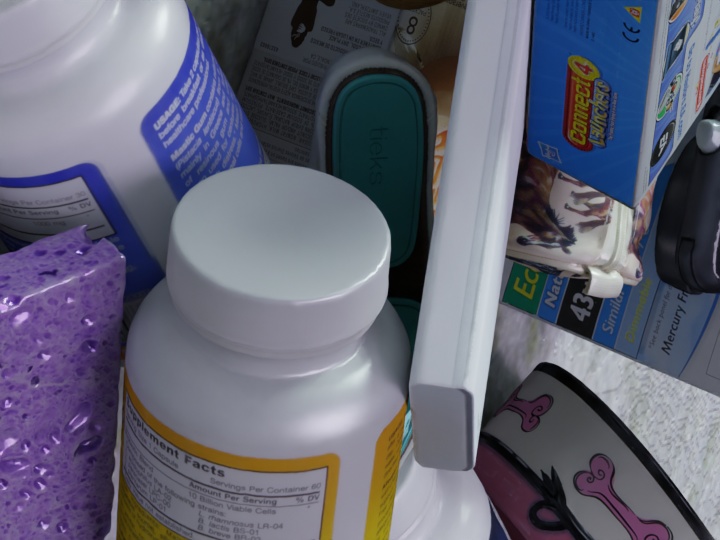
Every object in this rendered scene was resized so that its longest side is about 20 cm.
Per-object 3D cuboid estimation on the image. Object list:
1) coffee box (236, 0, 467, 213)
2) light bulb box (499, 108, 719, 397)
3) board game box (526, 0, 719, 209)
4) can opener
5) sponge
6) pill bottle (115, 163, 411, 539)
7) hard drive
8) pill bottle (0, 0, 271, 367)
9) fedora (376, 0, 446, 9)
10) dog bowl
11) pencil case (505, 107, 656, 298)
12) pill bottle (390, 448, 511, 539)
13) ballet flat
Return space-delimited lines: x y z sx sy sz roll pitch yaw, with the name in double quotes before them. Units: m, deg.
"coffee box" 0.000 -0.048 1.353 0.114 0.080 0.201 12 98 -52
"light bulb box" 0.184 -0.047 1.489 0.125 0.200 0.199 9 101 -54
"board game box" 0.142 -0.158 1.217 0.196 0.056 0.200 -55 163 -25
"can opener" 0.181 -0.085 1.379 0.063 0.078 0.201 11 95 -51
"sponge" -0.146 0.086 1.159 0.111 0.030 0.201 -23 134 -34
"pill bottle" -0.039 0.063 1.170 0.113 0.113 0.201 -33 143 -38
"hard drive" 0.047 -0.032 1.197 0.132 0.027 0.201 82 17 -72
"pill bottle" -0.108 -0.061 1.182 0.112 0.112 0.200 -51 141 -22
"fedora" 0.056 -0.197 1.221 0.200 0.082 0.201 -39 165 -13
"dog bowl" 0.123 0.148 1.531 0.074 0.200 0.200 -35 137 -9
"pencil case" 0.118 -0.087 1.379 0.078 0.089 0.201 19 86 -28
"pill bottle" 0.020 0.148 1.456 0.111 0.111 0.200 -52 141 -20
"ballet flat" 0.000 0.000 1.263 0.069 0.069 0.201 -17 118 -47
